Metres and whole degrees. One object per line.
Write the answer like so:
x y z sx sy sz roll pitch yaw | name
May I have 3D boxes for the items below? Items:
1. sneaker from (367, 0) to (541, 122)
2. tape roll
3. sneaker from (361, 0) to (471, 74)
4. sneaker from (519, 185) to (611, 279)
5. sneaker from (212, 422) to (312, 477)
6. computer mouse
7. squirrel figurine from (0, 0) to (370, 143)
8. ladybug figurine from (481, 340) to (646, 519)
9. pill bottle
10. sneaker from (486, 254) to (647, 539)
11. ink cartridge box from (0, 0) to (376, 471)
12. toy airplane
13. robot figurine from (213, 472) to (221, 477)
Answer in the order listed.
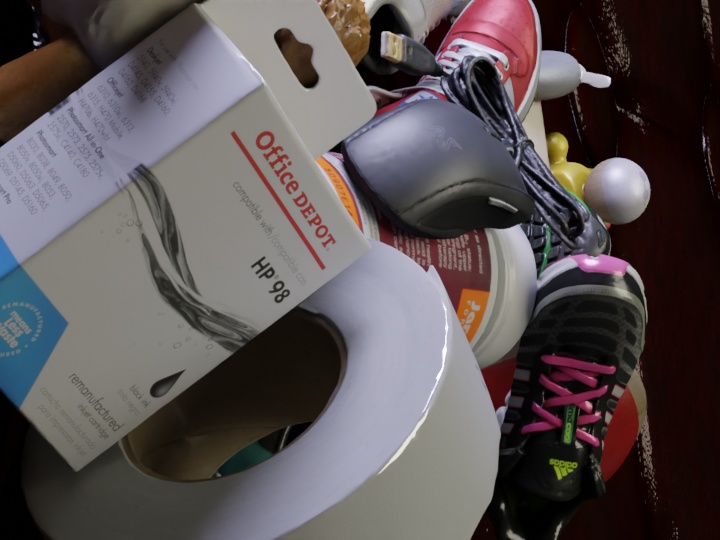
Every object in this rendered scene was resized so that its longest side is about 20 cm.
0.053 -0.108 1.421 0.113 0.071 0.201 67 45 -63 | sneaker
-0.042 0.075 1.005 0.203 0.201 0.071 -75 148 -47 | tape roll
0.020 -0.170 1.469 0.200 0.077 0.100 7 81 -59 | sneaker
0.103 0.003 1.418 0.085 0.200 0.079 24 71 -15 | sneaker
-0.040 0.151 1.142 0.071 0.079 0.202 26 57 -65 | sneaker
0.047 -0.080 1.213 0.199 0.046 0.141 3 49 -56 | computer mouse
-0.089 -0.150 1.039 0.199 0.142 0.187 12 33 -35 | squirrel figurine
0.104 0.100 1.437 0.200 0.135 0.072 111 -8 -61 | ladybug figurine
0.000 0.000 1.210 0.199 0.114 0.115 8 73 -53 | pill bottle
0.113 0.082 1.291 0.088 0.073 0.201 -88 -168 -49 | sneaker
-0.077 -0.024 0.960 0.067 0.199 0.116 50 -3 43 | ink cartridge box
0.124 -0.049 1.573 0.200 0.140 0.201 -75 149 -46 | toy airplane
-0.045 0.195 1.047 0.168 0.113 0.202 14 75 -27 | robot figurine
